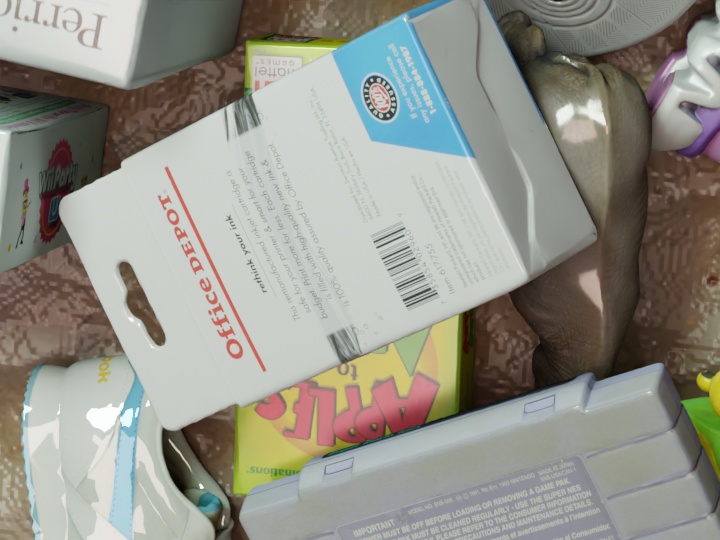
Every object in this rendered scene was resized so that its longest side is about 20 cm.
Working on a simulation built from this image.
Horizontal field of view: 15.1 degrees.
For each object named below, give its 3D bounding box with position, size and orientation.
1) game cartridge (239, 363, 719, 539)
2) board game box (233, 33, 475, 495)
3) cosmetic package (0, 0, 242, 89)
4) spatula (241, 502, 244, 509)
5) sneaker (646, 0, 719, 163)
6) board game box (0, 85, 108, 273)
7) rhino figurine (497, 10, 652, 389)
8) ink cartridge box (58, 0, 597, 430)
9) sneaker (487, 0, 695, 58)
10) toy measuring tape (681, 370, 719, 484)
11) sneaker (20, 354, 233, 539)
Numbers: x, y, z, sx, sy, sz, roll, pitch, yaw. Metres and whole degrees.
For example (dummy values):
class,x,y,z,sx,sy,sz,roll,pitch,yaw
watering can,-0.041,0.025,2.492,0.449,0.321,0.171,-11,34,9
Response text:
class,x,y,z,sx,sy,sz,roll,pitch,yaw
game cartridge,0.060,0.119,1.148,0.199,0.038,0.130,-18,106,23
board game box,0.000,0.000,1.195,0.101,0.048,0.202,4,99,10
cosmetic package,-0.131,-0.194,1.129,0.164,0.165,0.201,13,101,10
spatula,0.015,0.171,1.217,0.056,0.021,0.200,-37,109,14
sneaker,0.201,-0.117,1.128,0.088,0.081,0.201,33,108,-2
board game box,-0.226,-0.055,1.179,0.199,0.148,0.065,10,99,10
rhino figurine,0.088,-0.003,1.149,0.059,0.087,0.201,-8,113,-17
ink cartridge box,-0.017,-0.022,1.118,0.199,0.068,0.117,-24,93,35
sneaker,0.127,-0.172,1.138,0.073,0.112,0.200,32,140,-27
toy measuring tape,0.136,0.122,1.189,0.073,0.074,0.201,18,119,8
sneaker,-0.098,0.138,1.222,0.080,0.077,0.202,-7,99,10
